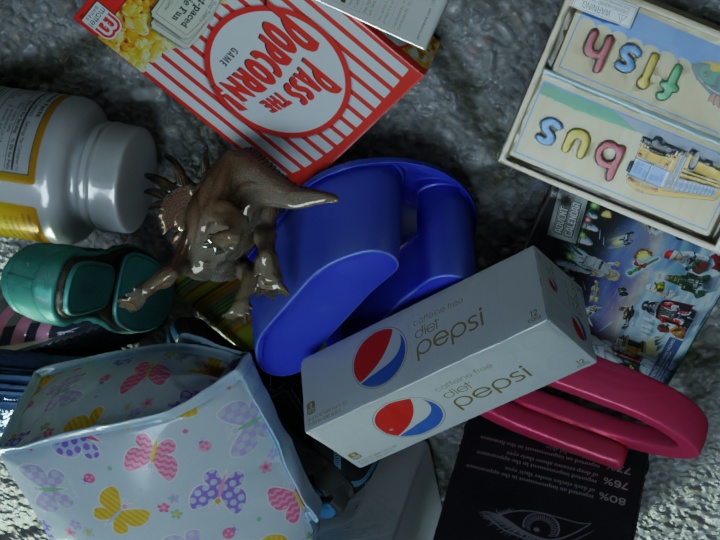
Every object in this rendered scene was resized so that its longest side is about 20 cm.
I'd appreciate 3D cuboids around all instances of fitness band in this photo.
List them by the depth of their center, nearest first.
[{"bbox_3d":[0.155,0.094,1.166,0.199,0.038,0.144,19,159,9],"label":"fitness band"}]

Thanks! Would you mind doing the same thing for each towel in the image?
[{"bbox_3d":[-0.059,0.054,1.267,0.200,0.018,0.086,44,130,-18],"label":"towel"},{"bbox_3d":[-0.246,0.108,1.292,0.199,0.049,0.112,5,151,-30],"label":"towel"}]

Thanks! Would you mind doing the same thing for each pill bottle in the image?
[{"bbox_3d":[-0.255,-0.079,1.164,0.199,0.109,0.110,9,131,13],"label":"pill bottle"}]

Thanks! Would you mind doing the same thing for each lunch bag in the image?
[{"bbox_3d":[-0.140,0.146,1.193,0.199,0.127,0.170,-13,120,22],"label":"lunch bag"}]

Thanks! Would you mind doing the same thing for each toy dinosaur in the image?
[{"bbox_3d":[-0.095,-0.042,1.107,0.086,0.136,0.200,25,141,-27],"label":"toy dinosaur"}]

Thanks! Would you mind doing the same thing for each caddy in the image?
[{"bbox_3d":[0.000,0.000,1.144,0.141,0.105,0.200,17,137,-27],"label":"caddy"}]

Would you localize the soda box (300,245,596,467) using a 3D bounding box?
[{"bbox_3d":[0.057,0.062,1.091,0.199,0.064,0.068,-28,137,25],"label":"soda box"}]

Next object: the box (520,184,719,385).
[{"bbox_3d":[0.183,-0.004,1.113,0.136,0.040,0.200,22,133,3],"label":"box"}]

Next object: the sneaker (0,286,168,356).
[{"bbox_3d":[-0.256,0.033,1.291,0.199,0.082,0.070,-13,161,5],"label":"sneaker"}]

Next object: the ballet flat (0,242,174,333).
[{"bbox_3d":[-0.203,0.008,1.170,0.070,0.200,0.068,14,90,16],"label":"ballet flat"}]

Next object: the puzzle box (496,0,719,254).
[{"bbox_3d":[0.201,-0.092,1.009,0.199,0.025,0.134,22,111,2],"label":"puzzle box"}]

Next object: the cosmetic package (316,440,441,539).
[{"bbox_3d":[-0.053,0.240,1.297,0.198,0.200,0.123,2,127,18],"label":"cosmetic package"}]

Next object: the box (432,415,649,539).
[{"bbox_3d":[0.128,0.219,1.212,0.147,0.200,0.105,14,133,9],"label":"box"}]

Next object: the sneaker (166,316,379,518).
[{"bbox_3d":[-0.070,0.104,1.261,0.200,0.082,0.073,44,150,4],"label":"sneaker"}]

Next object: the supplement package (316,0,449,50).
[{"bbox_3d":[-0.019,-0.243,0.930,0.199,0.121,0.120,25,133,-1],"label":"supplement package"}]

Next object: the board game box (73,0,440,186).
[{"bbox_3d":[-0.070,-0.162,1.068,0.200,0.046,0.151,38,131,-13],"label":"board game box"}]
